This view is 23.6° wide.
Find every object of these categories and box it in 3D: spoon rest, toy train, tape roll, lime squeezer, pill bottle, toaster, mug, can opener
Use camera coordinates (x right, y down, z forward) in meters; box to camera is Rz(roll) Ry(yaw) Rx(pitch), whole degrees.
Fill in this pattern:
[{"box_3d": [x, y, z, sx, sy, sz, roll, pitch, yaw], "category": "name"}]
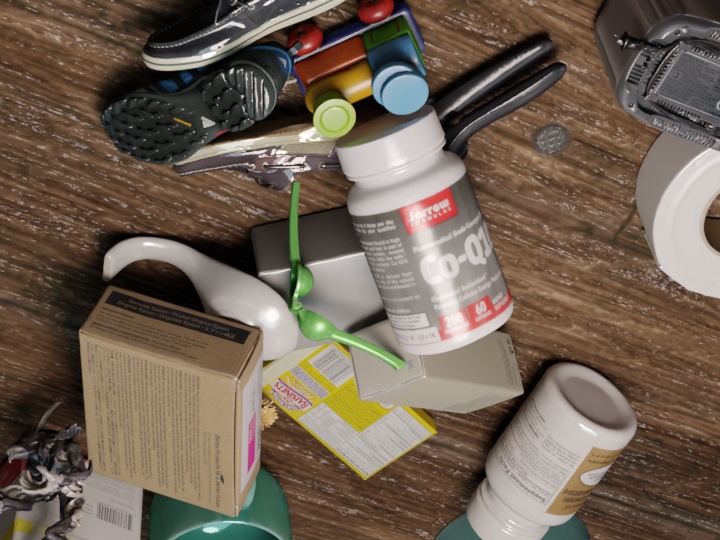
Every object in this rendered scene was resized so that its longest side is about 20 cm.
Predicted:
[{"box_3d": [-0.146, 0.021, 1.646, 0.199, 0.061, 0.100, 26, 139, 7], "category": "spoon rest"}, {"box_3d": [-0.035, -0.157, 1.531, 0.199, 0.116, 0.085, -23, 127, 8], "category": "toy train"}, {"box_3d": [0.374, -0.071, 1.696, 0.200, 0.071, 0.204, -5, 128, -7], "category": "tape roll"}, {"box_3d": [-0.037, 0.018, 1.596, 0.070, 0.038, 0.201, -30, 86, -1], "category": "lime squeezer"}, {"box_3d": [0.055, -0.037, 1.546, 0.113, 0.114, 0.201, -20, 105, 5], "category": "pill bottle"}, {"box_3d": [0.199, 0.207, 1.848, 0.114, 0.115, 0.201, 18, 122, -22], "category": "pill bottle"}, {"box_3d": [0.292, -0.194, 1.551, 0.198, 0.130, 0.114, 16, 122, -22], "category": "toaster"}, {"box_3d": [-0.138, 0.261, 1.824, 0.185, 0.115, 0.152, -38, 127, 24], "category": "mug"}, {"box_3d": [0.101, -0.149, 1.607, 0.200, 0.079, 0.064, -39, 85, 15], "category": "can opener"}]

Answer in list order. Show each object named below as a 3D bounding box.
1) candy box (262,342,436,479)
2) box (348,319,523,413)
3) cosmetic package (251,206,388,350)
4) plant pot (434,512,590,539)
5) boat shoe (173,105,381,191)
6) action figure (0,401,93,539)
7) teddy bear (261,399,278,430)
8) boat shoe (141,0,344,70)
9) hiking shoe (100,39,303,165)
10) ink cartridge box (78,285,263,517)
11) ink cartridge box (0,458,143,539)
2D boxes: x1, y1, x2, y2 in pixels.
[{"box_3d": [-0.017, 0.137, 1.813, 0.102, 0.027, 0.200, -33, 125, 20], "category": "candy box"}, {"box_3d": [0.077, 0.094, 1.706, 0.082, 0.069, 0.199, -21, 161, 28], "category": "box"}, {"box_3d": [0.000, 0.000, 1.678, 0.198, 0.091, 0.107, -9, 128, 1], "category": "cosmetic package"}, {"box_3d": [0.182, 0.386, 1.951, 0.199, 0.162, 0.202, -4, 128, -6], "category": "plant pot"}, {"box_3d": [-0.075, -0.104, 1.587, 0.198, 0.072, 0.065, -11, 106, -8], "category": "boat shoe"}, {"box_3d": [-0.308, 0.223, 1.667, 0.101, 0.201, 0.119, 6, 143, -40], "category": "action figure"}, {"box_3d": [-0.176, 0.117, 1.737, 0.144, 0.067, 0.201, -16, 129, 17], "category": "teddy bear"}, {"box_3d": [-0.102, -0.233, 1.493, 0.199, 0.075, 0.063, -24, 122, 3], "category": "boat shoe"}, {"box_3d": [-0.141, -0.149, 1.537, 0.199, 0.087, 0.075, -10, 115, 33], "category": "hiking shoe"}, {"box_3d": [-0.179, 0.127, 1.656, 0.163, 0.075, 0.201, 16, 133, 11], "category": "ink cartridge box"}, {"box_3d": [-0.307, 0.293, 1.765, 0.144, 0.201, 0.083, 26, 129, -26], "category": "ink cartridge box"}]
